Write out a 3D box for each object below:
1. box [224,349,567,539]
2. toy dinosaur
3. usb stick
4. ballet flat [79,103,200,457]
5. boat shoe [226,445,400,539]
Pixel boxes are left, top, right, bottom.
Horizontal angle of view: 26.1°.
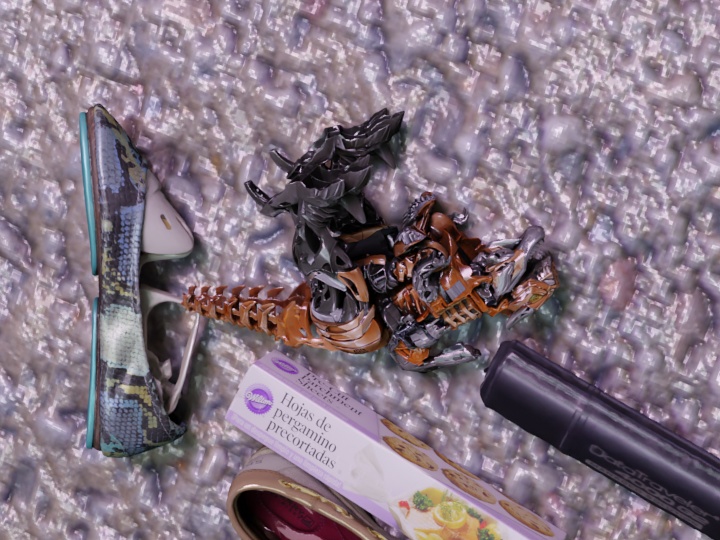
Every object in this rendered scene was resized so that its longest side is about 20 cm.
[{"bbox_3d":[0.020,0.115,0.864,0.199,0.041,0.039,32,106,11],"label":"box"},{"bbox_3d":[0.000,0.000,0.829,0.198,0.102,0.137,-18,112,-3],"label":"toy dinosaur"},{"bbox_3d":[0.152,0.099,0.817,0.199,0.033,0.056,30,150,11],"label":"usb stick"},{"bbox_3d":[-0.125,0.006,0.886,0.074,0.074,0.202,4,102,16],"label":"ballet flat"},{"bbox_3d":[0.002,0.180,0.866,0.199,0.066,0.074,38,108,8],"label":"boat shoe"}]
